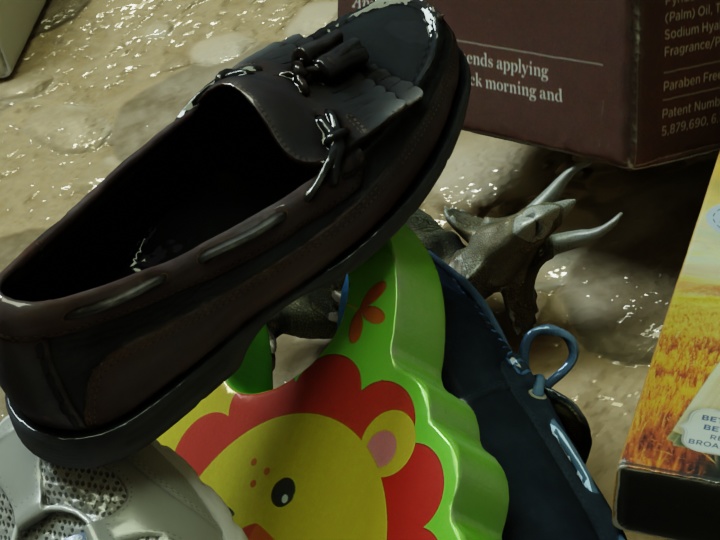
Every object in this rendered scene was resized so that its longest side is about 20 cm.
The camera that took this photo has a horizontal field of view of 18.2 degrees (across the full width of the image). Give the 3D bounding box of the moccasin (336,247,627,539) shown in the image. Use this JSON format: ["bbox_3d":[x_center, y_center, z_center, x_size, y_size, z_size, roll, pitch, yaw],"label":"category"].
[{"bbox_3d":[0.044,0.068,0.742,0.068,0.081,0.200,-1,46,-21],"label":"moccasin"}]

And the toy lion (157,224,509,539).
[{"bbox_3d":[-0.028,0.066,0.711,0.191,0.069,0.201,7,73,43],"label":"toy lion"}]

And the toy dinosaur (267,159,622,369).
[{"bbox_3d":[0.000,0.000,0.880,0.102,0.077,0.200,-25,24,-35],"label":"toy dinosaur"}]

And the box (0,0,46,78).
[{"bbox_3d":[-0.247,-0.191,1.257,0.127,0.109,0.200,-10,32,15],"label":"box"}]

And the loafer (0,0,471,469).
[{"bbox_3d":[-0.036,-0.026,0.681,0.072,0.063,0.200,22,56,34],"label":"loafer"}]

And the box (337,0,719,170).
[{"bbox_3d":[0.101,-0.159,0.884,0.164,0.201,0.166,-14,22,-40],"label":"box"}]

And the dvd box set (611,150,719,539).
[{"bbox_3d":[0.175,0.022,0.737,0.146,0.029,0.200,10,39,15],"label":"dvd box set"}]

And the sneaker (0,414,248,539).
[{"bbox_3d":[-0.067,0.116,0.632,0.075,0.082,0.200,-41,57,18],"label":"sneaker"}]
